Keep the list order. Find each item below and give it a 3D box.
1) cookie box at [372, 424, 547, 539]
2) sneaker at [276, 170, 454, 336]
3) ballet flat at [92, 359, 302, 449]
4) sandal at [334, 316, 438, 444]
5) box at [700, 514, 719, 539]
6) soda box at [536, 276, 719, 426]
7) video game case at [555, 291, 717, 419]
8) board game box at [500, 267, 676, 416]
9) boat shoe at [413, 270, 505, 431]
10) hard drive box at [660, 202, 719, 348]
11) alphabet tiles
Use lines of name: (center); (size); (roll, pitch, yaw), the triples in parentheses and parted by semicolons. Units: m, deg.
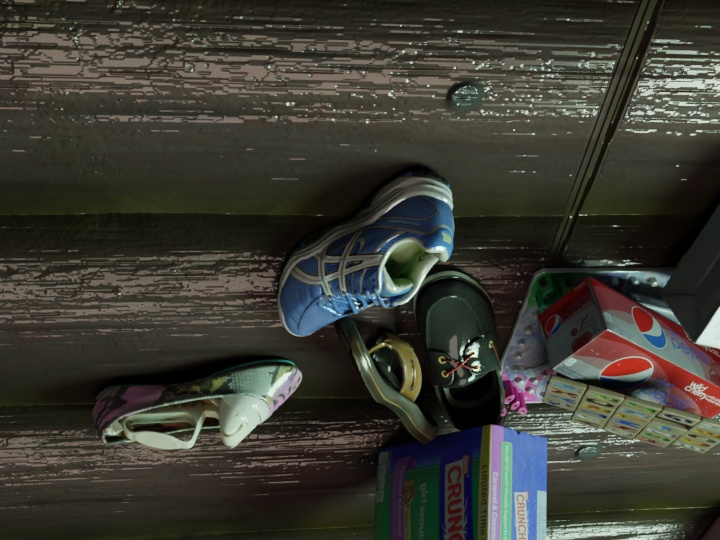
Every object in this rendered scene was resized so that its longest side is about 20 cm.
cookie box: (0.094, 0.252, 1.181); (0.075, 0.172, 0.200); (15, 158, -29)
sneaker: (0.000, 0.000, 1.004); (0.076, 0.077, 0.200); (24, 129, -35)
ballet flat: (-0.151, 0.134, 1.122); (0.199, 0.071, 0.069); (-7, 137, -5)
sandal: (0.034, 0.097, 1.121); (0.055, 0.082, 0.200); (-37, 133, 3)
box: (0.493, 0.388, 1.497); (0.109, 0.128, 0.200); (3, 136, -15)
soda box: (0.257, 0.080, 1.093); (0.200, 0.064, 0.070); (25, 128, -34)
video game case: (0.305, 0.090, 1.173); (0.199, 0.019, 0.143); (13, 133, -23)
board game box: (0.244, 0.074, 1.177); (0.199, 0.026, 0.200); (0, 137, -12)
boat shoe: (0.097, 0.079, 1.125); (0.073, 0.063, 0.202); (-13, 137, 5)
hard drive box: (0.400, 0.003, 1.075); (0.200, 0.077, 0.156); (14, 121, -24)
alphabet tiles: (0.255, 0.140, 1.134); (0.167, 0.008, 0.200); (15, 167, 9)
